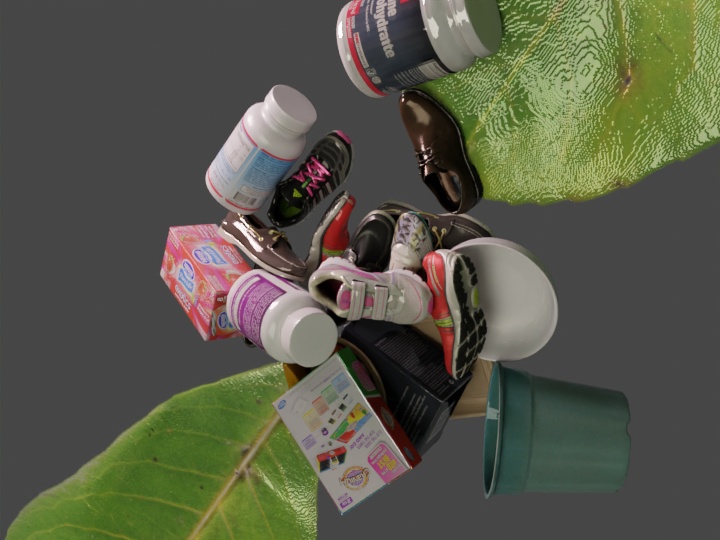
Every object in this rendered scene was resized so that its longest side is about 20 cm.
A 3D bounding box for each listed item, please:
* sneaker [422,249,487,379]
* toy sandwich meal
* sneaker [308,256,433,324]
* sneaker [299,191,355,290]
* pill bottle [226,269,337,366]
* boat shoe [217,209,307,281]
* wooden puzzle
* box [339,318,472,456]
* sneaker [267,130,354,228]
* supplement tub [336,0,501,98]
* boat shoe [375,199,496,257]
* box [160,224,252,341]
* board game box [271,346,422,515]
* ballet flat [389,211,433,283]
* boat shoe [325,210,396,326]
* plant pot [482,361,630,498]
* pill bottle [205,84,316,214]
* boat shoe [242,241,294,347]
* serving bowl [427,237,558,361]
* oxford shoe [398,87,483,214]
[{"bbox_3d":[0.131,0.060,1.442,0.084,0.077,0.202,13,119,40],"label":"sneaker"},{"bbox_3d":[-0.047,0.202,1.529,0.203,0.070,0.208,13,115,30],"label":"toy sandwich meal"},{"bbox_3d":[0.008,0.039,1.426,0.198,0.088,0.082,10,110,25],"label":"sneaker"},{"bbox_3d":[-0.033,-0.040,1.576,0.084,0.077,0.201,23,130,3],"label":"sneaker"},{"bbox_3d":[-0.118,0.075,1.495,0.199,0.111,0.114,27,128,55],"label":"pill bottle"},{"bbox_3d":[-0.153,-0.046,1.584,0.199,0.071,0.060,33,101,38],"label":"boat shoe"},{"bbox_3d":[0.130,0.142,1.597,0.183,0.037,0.202,-11,101,31],"label":"wooden puzzle"},{"bbox_3d":[0.052,0.181,1.565,0.199,0.107,0.149,36,125,18],"label":"box"},{"bbox_3d":[-0.083,-0.135,1.551,0.074,0.087,0.200,45,123,3],"label":"sneaker"},{"bbox_3d":[0.080,-0.330,1.354,0.198,0.140,0.142,-13,105,31],"label":"supplement tub"},{"bbox_3d":[0.107,-0.054,1.505,0.199,0.061,0.073,15,117,21],"label":"boat shoe"},{"bbox_3d":[-0.251,0.016,1.647,0.200,0.095,0.101,48,130,41],"label":"box"},{"bbox_3d":[-0.023,0.240,1.465,0.153,0.040,0.201,-38,80,28],"label":"board game box"},{"bbox_3d":[0.075,0.006,1.486,0.071,0.072,0.202,14,137,21],"label":"ballet flat"},{"bbox_3d":[0.000,0.000,1.511,0.071,0.068,0.201,27,120,0],"label":"boat shoe"},{"bbox_3d":[0.288,0.245,1.456,0.193,0.201,0.203,6,115,3],"label":"plant pot"},{"bbox_3d":[-0.155,-0.191,1.552,0.109,0.109,0.200,44,123,3],"label":"pill bottle"},{"bbox_3d":[-0.160,0.039,1.671,0.071,0.060,0.203,22,119,21],"label":"boat shoe"},{"bbox_3d":[0.202,0.035,1.467,0.198,0.066,0.202,11,121,18],"label":"serving bowl"},{"bbox_3d":[0.111,-0.174,1.440,0.072,0.084,0.201,-28,95,35],"label":"oxford shoe"}]
